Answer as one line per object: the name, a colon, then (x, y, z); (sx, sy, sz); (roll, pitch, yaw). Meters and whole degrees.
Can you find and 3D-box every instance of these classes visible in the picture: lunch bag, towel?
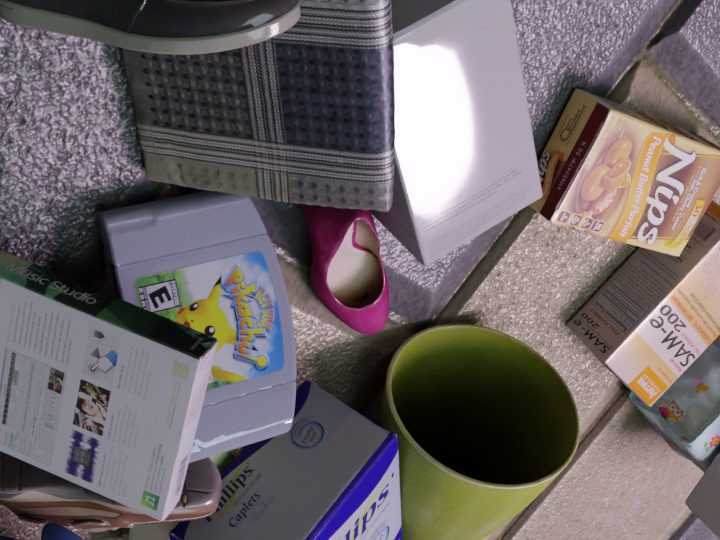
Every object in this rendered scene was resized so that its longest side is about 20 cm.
lunch bag: (0.438, 0.134, 1.261); (0.200, 0.122, 0.170); (-47, 136, -1)
towel: (-0.071, -0.134, 0.730); (0.198, 0.035, 0.194); (9, 131, 14)

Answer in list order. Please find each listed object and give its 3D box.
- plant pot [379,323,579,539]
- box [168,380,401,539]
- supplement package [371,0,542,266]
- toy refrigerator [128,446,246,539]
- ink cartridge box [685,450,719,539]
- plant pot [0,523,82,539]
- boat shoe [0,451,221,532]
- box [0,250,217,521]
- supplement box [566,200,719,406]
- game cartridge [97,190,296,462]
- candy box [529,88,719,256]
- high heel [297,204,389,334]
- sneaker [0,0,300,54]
plant pot: (0.090, 0.188, 1.053); (0.185, 0.188, 0.201); (-10, 140, -27)
box: (-0.056, 0.237, 0.959); (0.184, 0.104, 0.201); (-47, 151, -29)
supplement package: (0.048, -0.131, 0.822); (0.119, 0.121, 0.201); (-30, 133, -12)
toy refrigerator: (-0.147, 0.186, 0.935); (0.076, 0.070, 0.202); (-32, 141, -53)
ink cartridge box: (0.478, 0.212, 1.204); (0.143, 0.084, 0.201); (6, 121, -38)
plant pot: (-0.268, 0.323, 0.836); (0.178, 0.201, 0.201); (-14, 134, 7)
boat shoe: (-0.204, 0.172, 0.865); (0.198, 0.076, 0.072); (5, 138, 10)
box: (-0.210, 0.079, 0.775); (0.198, 0.036, 0.146); (21, 116, 7)
supplement box: (0.334, 0.033, 1.154); (0.200, 0.074, 0.126); (-48, 133, 5)
game cartridge: (-0.118, 0.041, 0.831); (0.132, 0.040, 0.202); (-15, 97, -28)
candy box: (0.259, -0.089, 1.033); (0.199, 0.055, 0.116); (11, 114, -37)
high heel: (0.000, 0.000, 0.900); (0.067, 0.096, 0.201); (-27, 131, -14)
sneaker: (-0.133, -0.193, 0.635); (0.198, 0.075, 0.107); (9, 122, 12)
